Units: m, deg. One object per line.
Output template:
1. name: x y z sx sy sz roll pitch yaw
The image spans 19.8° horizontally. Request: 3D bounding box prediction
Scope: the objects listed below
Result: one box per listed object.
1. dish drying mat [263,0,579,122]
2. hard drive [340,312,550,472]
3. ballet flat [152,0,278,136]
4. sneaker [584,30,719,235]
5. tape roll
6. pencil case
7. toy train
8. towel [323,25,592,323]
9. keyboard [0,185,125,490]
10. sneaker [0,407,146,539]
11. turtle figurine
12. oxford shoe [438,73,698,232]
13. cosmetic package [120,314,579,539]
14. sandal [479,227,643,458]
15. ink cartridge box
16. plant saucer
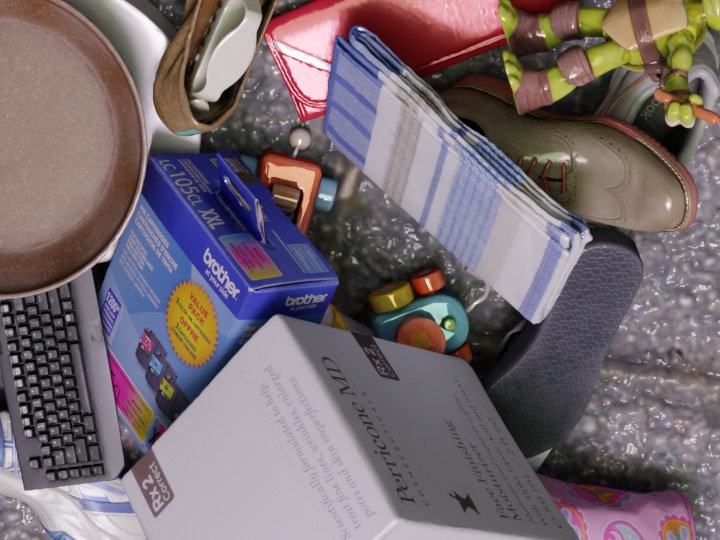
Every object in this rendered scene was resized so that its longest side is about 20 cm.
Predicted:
1. dish drying mat: 0.040 -0.163 1.340 0.199 0.018 0.077 -21 111 8
2. hard drive: 0.019 0.120 1.454 0.199 0.026 0.132 28 110 -12
3. ballet flat: -0.074 -0.174 1.283 0.068 0.072 0.201 19 98 -27
4. sneaker: 0.168 -0.066 1.342 0.075 0.092 0.201 22 112 -10
5. tape roll: -0.201 -0.099 1.354 0.202 0.037 0.204 0 113 -1
6. pencil case: 0.135 0.183 1.429 0.199 0.088 0.088 11 113 -23
7. toy train: 0.000 0.000 1.374 0.199 0.056 0.151 18 99 -10
8. towel: 0.056 -0.057 1.293 0.200 0.147 0.024 42 71 12
9. keyboard: -0.229 0.047 1.358 0.126 0.021 0.201 -7 98 15
10. sneaker: -0.223 0.123 1.440 0.200 0.075 0.088 38 86 -14
11. turtle figurine: 0.169 -0.158 1.285 0.160 0.201 0.064 -12 153 14
12. oxford shoe: 0.116 -0.062 1.296 0.199 0.075 0.071 22 126 35
13. cosmetic package: -0.005 0.153 1.288 0.165 0.165 0.200 -47 145 21
14. sandal: 0.130 0.052 1.390 0.076 0.043 0.201 18 121 -21
15. ink cartridge box: -0.096 0.018 1.329 0.076 0.137 0.201 -5 132 -41
16. plant saucer: -0.229 -0.084 1.305 0.199 0.037 0.202 1 102 7
